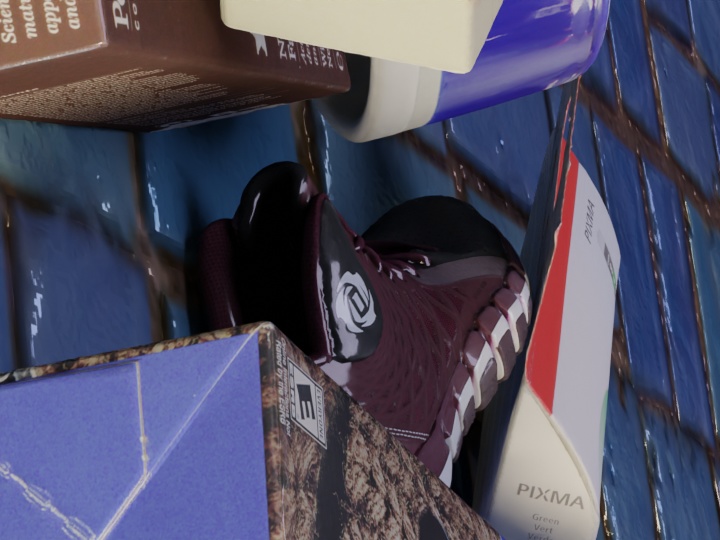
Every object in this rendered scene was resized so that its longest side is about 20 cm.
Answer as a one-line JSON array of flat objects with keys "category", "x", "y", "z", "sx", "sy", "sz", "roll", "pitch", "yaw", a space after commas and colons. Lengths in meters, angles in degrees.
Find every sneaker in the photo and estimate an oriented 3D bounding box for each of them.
[{"category": "sneaker", "x": 0.000, "y": 0.000, "z": 0.983, "sx": 0.200, "sy": 0.076, "sz": 0.116, "roll": -73, "pitch": 144, "yaw": -57}]

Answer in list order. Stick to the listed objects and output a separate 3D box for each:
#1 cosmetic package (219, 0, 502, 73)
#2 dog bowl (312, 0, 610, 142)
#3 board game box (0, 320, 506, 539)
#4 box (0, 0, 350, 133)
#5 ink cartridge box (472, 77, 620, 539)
[{"category": "cosmetic package", "x": 0.009, "y": -0.158, "z": 0.732, "sx": 0.200, "sy": 0.073, "sz": 0.104, "roll": 87, "pitch": 19, "yaw": -50}, {"category": "dog bowl", "x": 0.010, "y": -0.147, "z": 0.958, "sx": 0.200, "sy": 0.079, "sz": 0.200, "roll": 164, "pitch": -90, "yaw": -79}, {"category": "board game box", "x": -0.027, "y": 0.126, "z": 0.764, "sx": 0.200, "sy": 0.097, "sz": 0.160, "roll": 45, "pitch": 37, "yaw": -61}, {"category": "box", "x": -0.071, "y": -0.095, "z": 0.812, "sx": 0.200, "sy": 0.075, "sz": 0.100, "roll": -4, "pitch": 83, "yaw": -72}, {"category": "ink cartridge box", "x": 0.081, "y": 0.020, "z": 1.137, "sx": 0.161, "sy": 0.050, "sz": 0.200, "roll": -79, "pitch": -178, "yaw": -51}]
